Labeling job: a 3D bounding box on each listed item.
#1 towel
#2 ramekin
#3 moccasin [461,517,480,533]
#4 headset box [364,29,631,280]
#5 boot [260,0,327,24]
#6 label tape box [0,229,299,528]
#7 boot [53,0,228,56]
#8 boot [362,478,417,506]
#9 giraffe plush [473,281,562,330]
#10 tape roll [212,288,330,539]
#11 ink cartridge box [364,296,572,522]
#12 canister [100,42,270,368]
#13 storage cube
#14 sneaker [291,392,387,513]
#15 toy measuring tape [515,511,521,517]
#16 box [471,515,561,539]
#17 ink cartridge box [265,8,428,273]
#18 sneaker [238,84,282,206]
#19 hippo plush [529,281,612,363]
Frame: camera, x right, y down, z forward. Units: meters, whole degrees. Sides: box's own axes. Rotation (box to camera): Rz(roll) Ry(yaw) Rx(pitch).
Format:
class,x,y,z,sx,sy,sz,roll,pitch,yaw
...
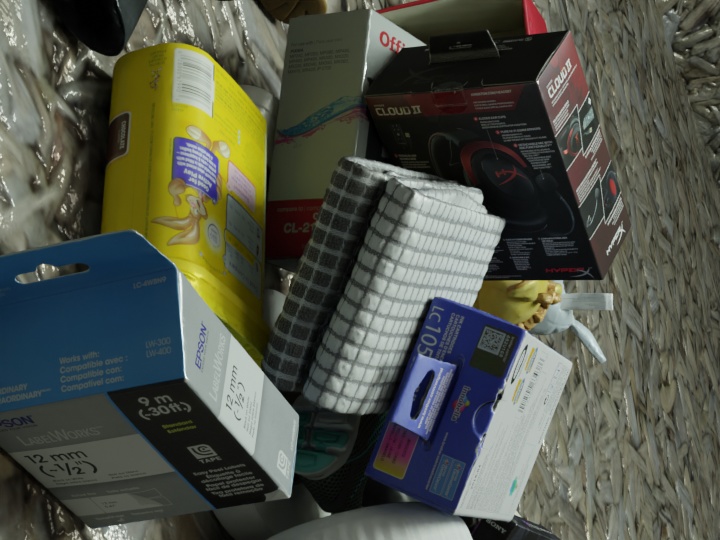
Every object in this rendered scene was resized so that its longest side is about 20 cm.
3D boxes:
class,x,y,z,sx,sy,sz,roll,pitch,yaw
towel,0.017,0.009,1.056,0.200,0.085,0.166,3,109,-68
ramekin,0.001,0.237,1.084,0.202,0.202,0.094,33,39,-61
moccasin,0.081,0.181,1.476,0.078,0.074,0.202,-31,99,-59
headset box,0.104,-0.091,1.141,0.075,0.148,0.200,-55,132,-41
boot,-0.078,-0.333,1.311,0.200,0.073,0.156,52,34,-52
label tape box,-0.142,0.068,0.860,0.200,0.143,0.066,55,31,-47
boot,-0.149,-0.219,1.084,0.165,0.066,0.200,55,28,-30
boot,0.022,0.165,1.264,0.165,0.065,0.201,-173,-105,-81
giraffe plush,0.110,0.010,1.493,0.173,0.162,0.200,-59,133,-60
tape roll,-0.072,0.114,1.160,0.203,0.037,0.203,-12,90,-69
ink cartridge box,0.078,0.100,1.068,0.137,0.076,0.200,-68,160,-3
canister,-0.121,-0.039,1.046,0.149,0.086,0.200,47,36,-55
storage cube,0.106,-0.178,1.542,0.180,0.199,0.171,16,64,-73
sneaker,-0.007,0.109,1.190,0.200,0.077,0.091,-63,143,-45
toy measuring tape,0.073,0.191,1.406,0.200,0.074,0.074,50,29,-11
box,0.097,0.308,1.333,0.200,0.036,0.143,-58,151,0
ink cartridge box,0.003,-0.090,1.199,0.146,0.083,0.201,21,72,-54
sneaker,-0.067,-0.060,1.234,0.200,0.073,0.085,50,52,-46
hippo plush,0.177,-0.012,1.664,0.161,0.199,0.160,-81,173,-58
